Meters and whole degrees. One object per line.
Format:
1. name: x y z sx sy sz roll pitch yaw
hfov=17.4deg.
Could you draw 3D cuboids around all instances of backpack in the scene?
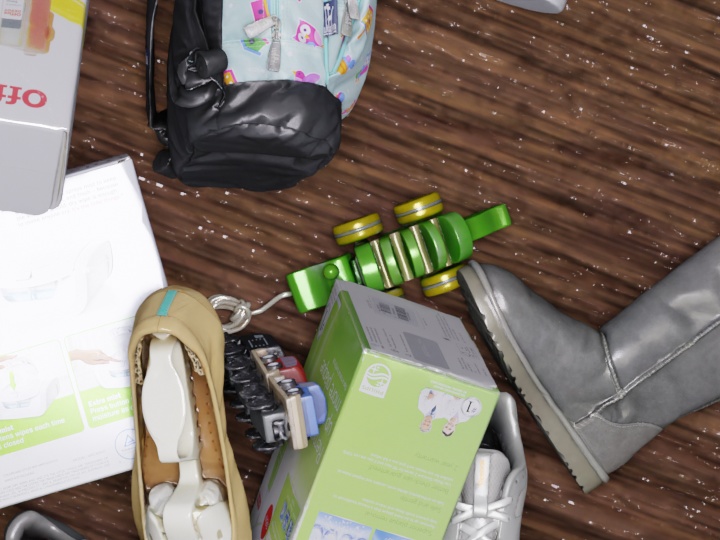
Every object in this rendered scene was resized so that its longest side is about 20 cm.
1. backpack: -0.053 -0.156 1.369 0.126 0.167 0.201 9 77 -15

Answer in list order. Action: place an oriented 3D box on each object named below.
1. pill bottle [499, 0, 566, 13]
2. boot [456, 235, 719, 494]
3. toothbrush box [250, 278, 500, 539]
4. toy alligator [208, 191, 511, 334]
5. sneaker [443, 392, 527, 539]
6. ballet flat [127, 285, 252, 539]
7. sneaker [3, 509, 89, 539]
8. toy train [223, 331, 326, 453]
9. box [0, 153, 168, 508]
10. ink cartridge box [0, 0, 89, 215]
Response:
1. pill bottle: 0.109 -0.262 1.395 0.113 0.114 0.201 20 89 -7
2. boot: 0.178 0.020 1.426 0.200 0.073 0.182 -34 114 2
3. toothbrush box: -0.002 0.125 1.352 0.086 0.146 0.201 17 104 -11
4. toy alligator: 0.000 0.000 1.418 0.199 0.054 0.060 -19 93 -6
5. sneaker: 0.062 0.154 1.358 0.075 0.200 0.092 5 136 -4
6. ballet flat: -0.103 0.110 1.311 0.068 0.063 0.201 -5 105 10
7. sneaker: -0.139 0.209 1.352 0.200 0.082 0.077 32 64 23
8. toy train: -0.052 0.067 1.341 0.046 0.200 0.034 -10 102 -9
9. box: -0.206 0.043 1.374 0.199 0.097 0.177 -17 93 -6
10. ink cartridge box: -0.226 -0.144 1.327 0.144 0.084 0.201 7 57 -8
